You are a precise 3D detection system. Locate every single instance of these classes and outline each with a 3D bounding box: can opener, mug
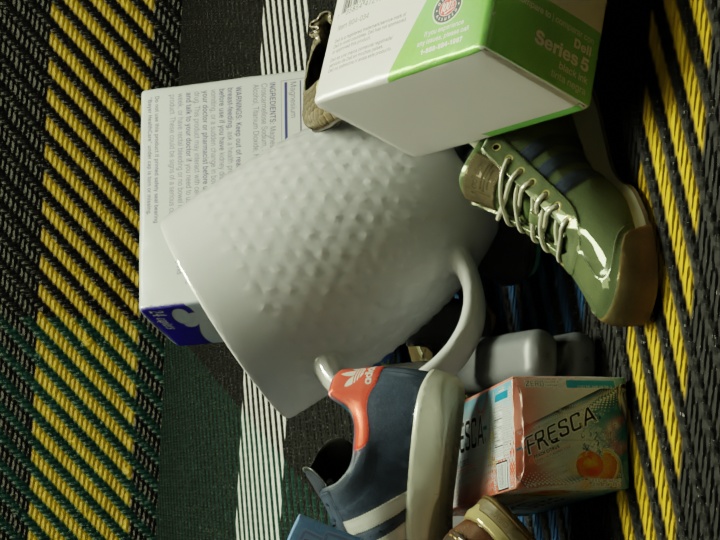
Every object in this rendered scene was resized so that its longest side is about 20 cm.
[{"bbox_3d":[0.073,0.043,1.353,0.200,0.053,0.067,-14,72,63],"label":"can opener"},{"bbox_3d":[0.000,0.000,1.354,0.200,0.175,0.148,59,-177,38],"label":"mug"}]

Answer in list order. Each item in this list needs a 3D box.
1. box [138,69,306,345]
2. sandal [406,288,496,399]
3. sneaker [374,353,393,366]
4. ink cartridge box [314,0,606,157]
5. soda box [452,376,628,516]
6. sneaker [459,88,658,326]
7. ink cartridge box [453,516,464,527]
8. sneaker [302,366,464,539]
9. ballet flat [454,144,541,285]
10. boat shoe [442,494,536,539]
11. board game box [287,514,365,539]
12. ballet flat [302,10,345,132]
[{"bbox_3d":[-0.061,-0.049,1.714,0.105,0.199,0.184,55,-149,-66],"label":"box"},{"bbox_3d":[0.070,0.052,1.487,0.080,0.054,0.200,97,155,-52],"label":"sandal"},{"bbox_3d":[-0.010,0.023,1.813,0.200,0.074,0.082,-93,-1,-51],"label":"sneaker"},{"bbox_3d":[0.066,-0.179,1.234,0.145,0.084,0.200,-13,58,50],"label":"ink cartridge box"},{"bbox_3d":[0.093,0.105,1.298,0.200,0.068,0.064,142,129,-74],"label":"soda box"},{"bbox_3d":[0.099,-0.040,1.244,0.200,0.090,0.067,-103,20,-51],"label":"sneaker"},{"bbox_3d":[0.030,0.222,1.455,0.200,0.086,0.147,-89,3,-79],"label":"ink cartridge box"},{"bbox_3d":[0.008,0.143,1.292,0.075,0.084,0.201,-50,-32,-65],"label":"sneaker"},{"bbox_3d":[0.064,-0.045,1.474,0.200,0.073,0.073,-112,27,-63],"label":"ballet flat"},{"bbox_3d":[0.068,0.206,1.286,0.072,0.068,0.200,43,159,32],"label":"boat shoe"},{"bbox_3d":[0.041,0.219,1.221,0.151,0.200,0.037,108,-176,-52],"label":"board game box"},{"bbox_3d":[-0.011,-0.128,1.368,0.046,0.067,0.200,62,-172,-14],"label":"ballet flat"}]
